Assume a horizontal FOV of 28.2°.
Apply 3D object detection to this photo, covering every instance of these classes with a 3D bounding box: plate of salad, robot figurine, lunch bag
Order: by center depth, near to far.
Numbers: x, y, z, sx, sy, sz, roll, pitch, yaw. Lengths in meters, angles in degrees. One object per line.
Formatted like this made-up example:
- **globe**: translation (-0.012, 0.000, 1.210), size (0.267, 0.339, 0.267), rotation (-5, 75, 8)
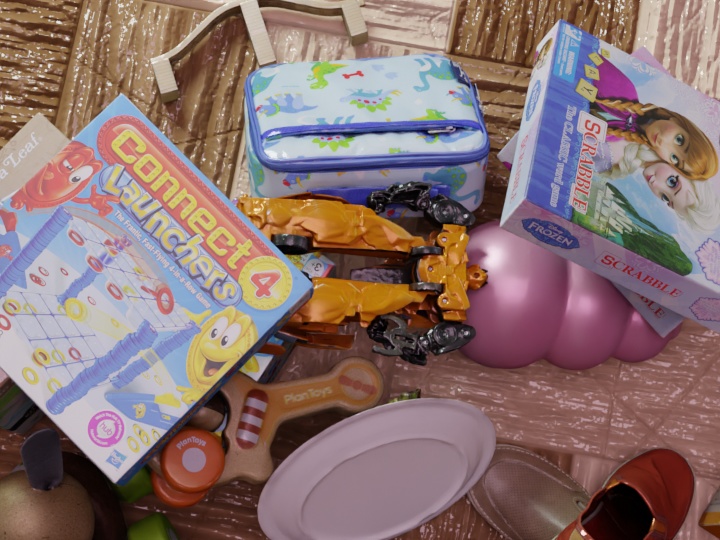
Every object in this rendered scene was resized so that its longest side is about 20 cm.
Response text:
- **robot figurine**: translation (0.000, 0.000, 1.109), size (0.199, 0.058, 0.146), rotation (5, 76, -14)
- **plate of salad**: translation (0.012, 0.158, 1.135), size (0.199, 0.200, 0.048), rotation (-20, 51, -5)
- **lunch bag**: translation (0.004, -0.109, 1.192), size (0.199, 0.083, 0.161), rotation (-2, 40, -5)

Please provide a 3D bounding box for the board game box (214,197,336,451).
- **board game box**: translation (-0.116, 0.059, 1.186), size (0.103, 0.105, 0.200), rotation (32, 80, 5)

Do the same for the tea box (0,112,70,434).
- **tea box**: translation (-0.264, 0.011, 1.147), size (0.134, 0.197, 0.200), rotation (42, 82, 7)

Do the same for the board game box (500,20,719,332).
- **board game box**: translation (0.219, -0.076, 1.123), size (0.199, 0.041, 0.200), rotation (24, 52, -12)

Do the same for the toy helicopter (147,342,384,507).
- **toy helicopter**: translation (-0.079, 0.096, 1.103), size (0.199, 0.079, 0.133), rotation (-11, 74, -18)

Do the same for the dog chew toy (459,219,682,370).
- **dog chew toy**: translation (0.169, 0.028, 1.193), size (0.199, 0.125, 0.125), rotation (10, 79, -7)

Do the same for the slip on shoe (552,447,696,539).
- **slip on shoe**: translation (0.217, 0.193, 1.142), size (0.074, 0.061, 0.200), rotation (43, 40, 18)

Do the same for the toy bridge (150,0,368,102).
- **toy bridge**: translation (-0.091, -0.210, 1.278), size (0.199, 0.027, 0.067), rotation (-18, 79, -4)

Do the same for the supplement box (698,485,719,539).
- **supplement box**: translation (0.389, 0.161, 1.188), size (0.126, 0.074, 0.200), rotation (33, 80, 5)

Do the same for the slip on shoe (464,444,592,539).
- **slip on shoe**: translation (0.170, 0.215, 1.181), size (0.200, 0.061, 0.076), rotation (43, 82, 7)

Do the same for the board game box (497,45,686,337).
- **board game box**: translation (0.244, -0.072, 1.199), size (0.200, 0.041, 0.199), rotation (48, 50, 7)

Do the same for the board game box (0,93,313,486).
- **board game box**: translation (-0.170, 0.014, 1.024), size (0.200, 0.056, 0.196), rotation (44, 81, 4)

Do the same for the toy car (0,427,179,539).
- **toy car**: translation (-0.251, 0.183, 1.097), size (0.164, 0.200, 0.158), rotation (-27, 54, -2)
